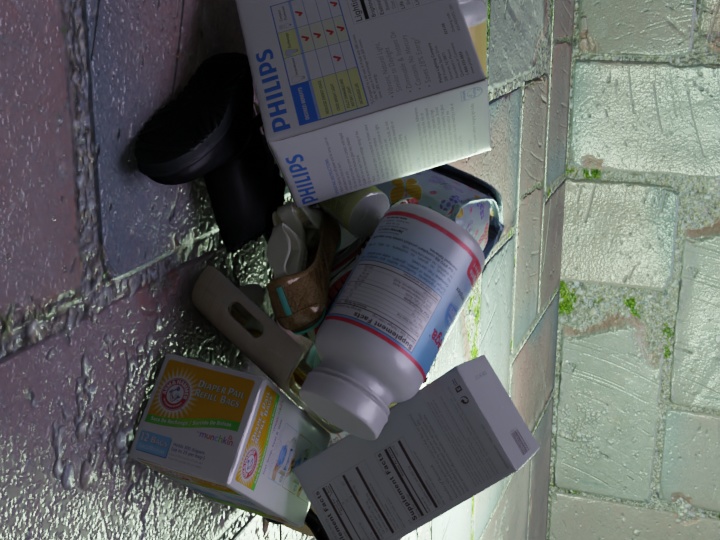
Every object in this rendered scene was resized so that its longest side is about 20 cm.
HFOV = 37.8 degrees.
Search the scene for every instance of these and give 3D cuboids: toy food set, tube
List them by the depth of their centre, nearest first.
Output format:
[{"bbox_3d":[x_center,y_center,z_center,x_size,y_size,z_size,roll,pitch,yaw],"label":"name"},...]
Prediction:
[{"bbox_3d":[-0.077,0.080,1.061,0.061,0.143,0.200,-48,151,-7],"label":"toy food set"},{"bbox_3d":[-0.048,-0.104,1.073,0.052,0.200,0.059,3,117,-44],"label":"tube"}]

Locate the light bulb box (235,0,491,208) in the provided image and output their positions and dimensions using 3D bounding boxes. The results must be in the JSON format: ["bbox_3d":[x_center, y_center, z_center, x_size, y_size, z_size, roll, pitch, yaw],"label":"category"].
[{"bbox_3d":[0.001,-0.193,0.987,0.125,0.197,0.200,71,4,-63],"label":"light bulb box"}]

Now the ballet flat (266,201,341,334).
[{"bbox_3d":[-0.061,-0.021,1.011,0.073,0.067,0.201,58,21,-26],"label":"ballet flat"}]

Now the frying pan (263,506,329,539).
[{"bbox_3d":[-0.082,0.247,1.125,0.031,0.115,0.192,15,45,-39],"label":"frying pan"}]

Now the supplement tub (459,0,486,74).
[{"bbox_3d":[0.106,-0.307,1.472,0.146,0.143,0.203,-49,140,-57],"label":"supplement tub"}]

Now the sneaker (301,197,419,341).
[{"bbox_3d":[-0.001,-0.007,1.067,0.200,0.082,0.078,-46,125,-32],"label":"sneaker"}]

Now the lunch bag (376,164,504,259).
[{"bbox_3d":[0.073,-0.073,1.277,0.199,0.168,0.129,-8,120,-64],"label":"lunch bag"}]

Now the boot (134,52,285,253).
[{"bbox_3d":[-0.132,-0.091,0.984,0.199,0.072,0.164,-67,154,-48],"label":"boot"}]

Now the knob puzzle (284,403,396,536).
[{"bbox_3d":[-0.029,0.232,1.219,0.031,0.217,0.222,-110,-168,-60],"label":"knob puzzle"}]

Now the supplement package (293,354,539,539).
[{"bbox_3d":[0.055,0.184,1.024,0.110,0.199,0.114,59,19,10],"label":"supplement package"}]

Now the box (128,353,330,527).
[{"bbox_3d":[-0.120,0.169,1.022,0.200,0.111,0.102,56,49,-62],"label":"box"}]

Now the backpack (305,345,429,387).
[{"bbox_3d":[0.009,0.154,1.325,0.200,0.148,0.180,-3,93,-78],"label":"backpack"}]

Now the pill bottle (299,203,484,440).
[{"bbox_3d":[0.027,0.048,0.966,0.201,0.108,0.109,-60,152,-19],"label":"pill bottle"}]

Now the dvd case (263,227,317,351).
[{"bbox_3d":[-0.047,0.025,1.158,0.202,0.022,0.146,65,11,18],"label":"dvd case"}]

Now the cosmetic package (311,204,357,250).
[{"bbox_3d":[0.000,0.000,1.171,0.202,0.082,0.051,61,13,9],"label":"cosmetic package"}]
